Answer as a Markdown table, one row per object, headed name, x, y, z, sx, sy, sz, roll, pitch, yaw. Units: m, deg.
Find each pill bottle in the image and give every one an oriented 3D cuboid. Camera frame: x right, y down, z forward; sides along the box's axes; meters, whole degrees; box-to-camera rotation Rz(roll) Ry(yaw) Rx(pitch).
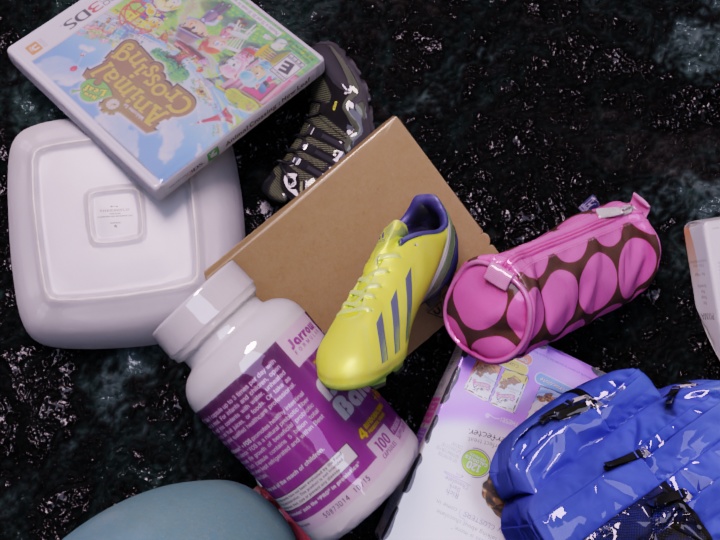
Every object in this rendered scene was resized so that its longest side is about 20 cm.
| name | x | y | z | sx | sy | sz | roll | pitch | yaw |
| --- | --- | --- | --- | --- | --- | --- | --- | --- | --- |
| pill bottle | -0.058 | 0.093 | 0.758 | 0.112 | 0.112 | 0.200 | -43 | 94 | -8 |

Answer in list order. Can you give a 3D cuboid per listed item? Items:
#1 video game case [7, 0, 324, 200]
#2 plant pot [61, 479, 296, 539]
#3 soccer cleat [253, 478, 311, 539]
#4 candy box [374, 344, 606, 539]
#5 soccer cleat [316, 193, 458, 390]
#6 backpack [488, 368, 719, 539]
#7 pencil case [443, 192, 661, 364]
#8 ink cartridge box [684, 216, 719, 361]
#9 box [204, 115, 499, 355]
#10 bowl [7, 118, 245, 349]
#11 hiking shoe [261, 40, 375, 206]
| name | x | y | z | sx | sy | sz | roll | pitch | yaw |
| --- | --- | --- | --- | --- | --- | --- | --- | --- | --- |
| video game case | -0.160 | -0.173 | 0.839 | 0.182 | 0.022 | 0.200 | -41 | 68 | -20 |
| plant pot | -0.121 | 0.238 | 0.769 | 0.200 | 0.200 | 0.135 | 42 | 46 | 3 |
| soccer cleat | -0.063 | 0.147 | 0.835 | 0.076 | 0.067 | 0.201 | -32 | 86 | -21 |
| candy box | 0.127 | 0.163 | 0.838 | 0.166 | 0.072 | 0.202 | 26 | 81 | 0 |
| soccer cleat | 0.017 | 0.012 | 0.734 | 0.064 | 0.200 | 0.085 | 5 | 122 | 25 |
| backpack | 0.206 | 0.153 | 0.729 | 0.198 | 0.163 | 0.169 | -27 | 83 | -8 |
| pencil case | 0.157 | 0.002 | 0.812 | 0.199 | 0.094 | 0.091 | -24 | 61 | -40 |
| ink cartridge box | 0.380 | 0.045 | 0.890 | 0.160 | 0.050 | 0.203 | -8 | 91 | -5 |
| box | 0.000 | 0.000 | 0.827 | 0.200 | 0.021 | 0.164 | -40 | 106 | 0 |
| bowl | -0.196 | -0.039 | 0.844 | 0.197 | 0.075 | 0.202 | -6 | 83 | -6 |
| hiking shoe | -0.037 | -0.095 | 0.859 | 0.099 | 0.076 | 0.203 | -9 | 84 | -8 |
